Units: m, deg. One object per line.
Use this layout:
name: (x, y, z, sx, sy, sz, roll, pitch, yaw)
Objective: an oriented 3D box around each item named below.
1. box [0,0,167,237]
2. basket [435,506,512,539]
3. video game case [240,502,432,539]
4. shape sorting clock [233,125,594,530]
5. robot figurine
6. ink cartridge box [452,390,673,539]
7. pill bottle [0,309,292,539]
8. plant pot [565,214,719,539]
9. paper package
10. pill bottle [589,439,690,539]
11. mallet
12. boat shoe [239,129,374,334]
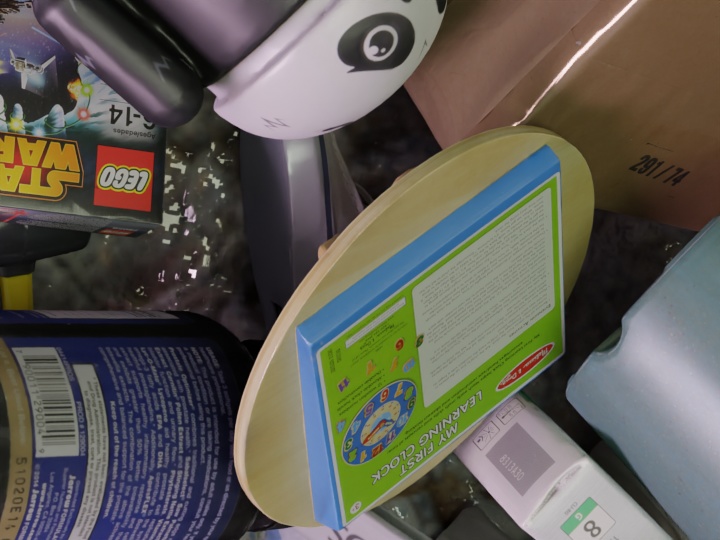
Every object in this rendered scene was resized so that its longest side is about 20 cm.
box: (-0.177, -0.093, 0.991, 0.200, 0.040, 0.137, 6, 80, -24)
basket: (0.091, 0.236, 1.146, 0.123, 0.136, 0.200, -44, 114, -4)
video game case: (-0.006, 0.208, 1.060, 0.022, 0.182, 0.200, 1, 114, -50)
shape sorting clock: (0.024, 0.024, 0.991, 0.200, 0.039, 0.200, -32, 142, -29)
robot figurine: (-0.055, -0.145, 0.963, 0.150, 0.125, 0.200, -43, 102, 13)
ink cartridge box: (0.123, 0.132, 1.119, 0.200, 0.161, 0.050, 42, 91, -24)
pill bottle: (-0.108, 0.072, 1.002, 0.200, 0.112, 0.112, 2, 101, -42)
plant pot: (0.208, 0.068, 1.031, 0.196, 0.200, 0.200, 43, 82, 10)
paper package: (0.142, -0.116, 1.033, 0.200, 0.104, 0.191, 8, 137, -43)
pill bottle: (0.223, 0.081, 1.177, 0.200, 0.113, 0.113, -33, 112, -13)
mallet: (-0.141, 0.048, 1.064, 0.066, 0.041, 0.200, -17, 112, -21)
boat shoe: (0.002, 0.002, 1.090, 0.086, 0.075, 0.202, -16, 110, -19)
